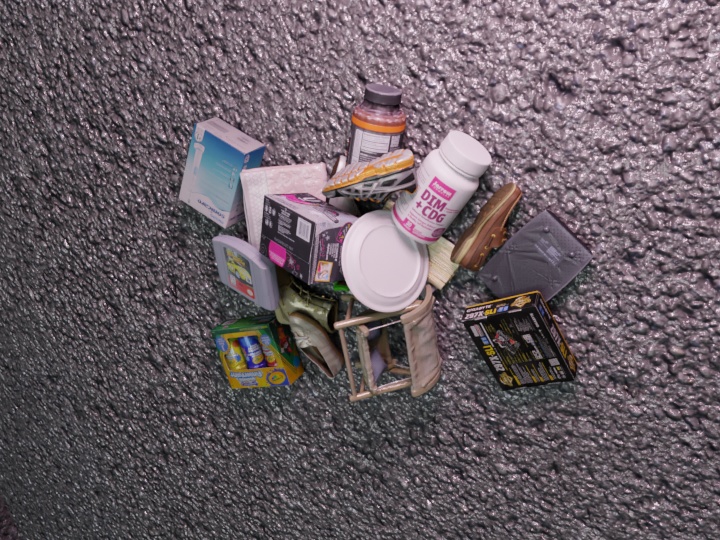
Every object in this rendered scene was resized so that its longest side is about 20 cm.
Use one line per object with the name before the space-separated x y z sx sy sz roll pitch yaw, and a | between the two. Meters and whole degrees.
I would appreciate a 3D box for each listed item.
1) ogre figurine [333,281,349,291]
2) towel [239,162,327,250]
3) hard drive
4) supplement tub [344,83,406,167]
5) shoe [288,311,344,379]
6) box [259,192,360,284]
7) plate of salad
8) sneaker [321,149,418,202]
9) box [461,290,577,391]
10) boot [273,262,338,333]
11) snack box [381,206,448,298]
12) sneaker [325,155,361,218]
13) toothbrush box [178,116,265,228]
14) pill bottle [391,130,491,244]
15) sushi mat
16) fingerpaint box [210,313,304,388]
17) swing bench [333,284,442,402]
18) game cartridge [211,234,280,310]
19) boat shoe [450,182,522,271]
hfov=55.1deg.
ogre figurine | 0.000 0.000 1.468 0.119 0.200 0.099 -11 61 38
towel | -0.159 -0.130 1.507 0.190 0.032 0.201 -3 111 3
hard drive | 0.331 -0.013 1.312 0.135 0.042 0.200 45 127 6
supplement tub | 0.030 -0.254 1.341 0.106 0.107 0.201 21 119 21
shoe | -0.103 0.174 1.593 0.070 0.054 0.200 -7 132 41
box | -0.104 -0.071 1.393 0.200 0.114 0.133 29 118 46
plate of salad | 0.047 -0.018 1.358 0.048 0.199 0.201 -7 110 61
sneaker | 0.016 -0.161 1.286 0.199 0.078 0.078 -10 122 30
box | 0.314 0.144 1.356 0.159 0.049 0.201 -16 119 36
boot | -0.132 0.057 1.577 0.155 0.073 0.201 11 132 25
snack box | 0.098 -0.040 1.445 0.072 0.024 0.200 -40 89 35
sneaker | -0.031 -0.143 1.460 0.084 0.073 0.201 6 114 -9
toothbrush box | -0.317 -0.222 1.567 0.146 0.085 0.201 31 123 15
pill bottle | 0.153 -0.157 1.307 0.113 0.113 0.200 40 125 8
sushi mat | 0.112 -0.052 1.411 0.200 0.012 0.096 36 110 7
fingerpaint box | -0.261 0.204 1.731 0.199 0.073 0.168 -8 107 33
swing bench | 0.065 0.153 1.436 0.198 0.130 0.200 -5 119 10
game cartridge | -0.262 -0.003 1.555 0.199 0.041 0.134 26 130 37
boat shoe | 0.250 -0.080 1.318 0.067 0.072 0.201 30 122 -6
